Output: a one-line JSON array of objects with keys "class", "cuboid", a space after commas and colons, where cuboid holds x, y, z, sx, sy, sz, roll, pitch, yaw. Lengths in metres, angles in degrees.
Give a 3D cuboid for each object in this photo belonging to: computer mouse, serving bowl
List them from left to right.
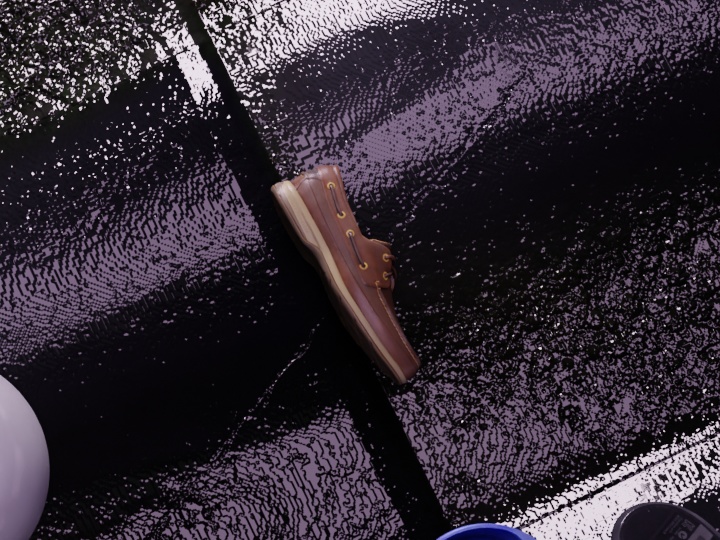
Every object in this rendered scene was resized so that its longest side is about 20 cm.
[{"class": "serving bowl", "cuboid": [-0.354, 0.162, 1.584, 0.200, 0.066, 0.201, 1, 79, -4]}, {"class": "computer mouse", "cuboid": [0.285, 0.273, 1.601, 0.200, 0.053, 0.138, 41, 62, 20]}]

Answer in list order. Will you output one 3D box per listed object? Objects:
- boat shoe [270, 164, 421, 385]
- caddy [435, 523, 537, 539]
[{"class": "boat shoe", "cuboid": [0.000, 0.000, 1.641, 0.067, 0.072, 0.200, -29, 79, -8]}, {"class": "caddy", "cuboid": [0.078, 0.295, 1.567, 0.200, 0.105, 0.141, -41, 83, -11]}]
